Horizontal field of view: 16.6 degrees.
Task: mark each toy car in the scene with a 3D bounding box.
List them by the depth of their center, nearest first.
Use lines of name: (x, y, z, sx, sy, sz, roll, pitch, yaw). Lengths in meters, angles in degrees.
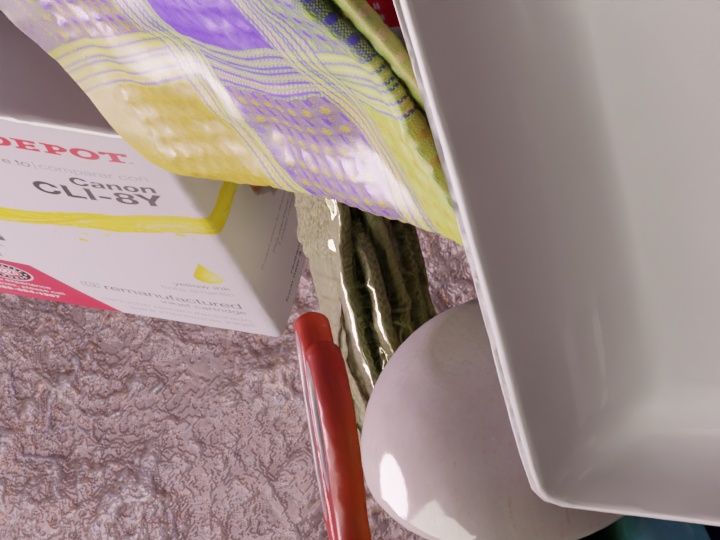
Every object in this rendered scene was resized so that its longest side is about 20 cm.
toy car: (0.098, 0.070, 0.706, 0.150, 0.200, 0.175, 16, 133, 27)

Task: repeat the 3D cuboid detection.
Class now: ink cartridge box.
ink cartridge box: (-0.107, -0.055, 0.920, 0.145, 0.083, 0.200, 9, 161, 15)

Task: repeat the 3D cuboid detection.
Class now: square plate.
square plate: (0.116, -0.010, 0.517, 0.200, 0.028, 0.198, 4, 138, 21)

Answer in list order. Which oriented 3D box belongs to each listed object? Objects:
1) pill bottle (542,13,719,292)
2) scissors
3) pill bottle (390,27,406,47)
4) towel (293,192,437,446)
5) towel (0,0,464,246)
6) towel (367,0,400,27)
pill bottle: (0.120, -0.031, 0.608, 0.200, 0.120, 0.120, 42, 178, -22)
scissors: (0.004, 0.111, 0.743, 0.073, 0.014, 0.200, 177, 82, -83)
pill bottle: (-0.020, -0.141, 0.937, 0.200, 0.114, 0.114, 40, 178, -5)
towel: (0.000, 0.000, 0.828, 0.200, 0.036, 0.149, -121, 18, -85)
towel: (-0.047, -0.064, 0.672, 0.144, 0.023, 0.200, 49, 163, -29)
towel: (0.003, -0.116, 0.695, 0.200, 0.023, 0.145, 2, 143, 31)
